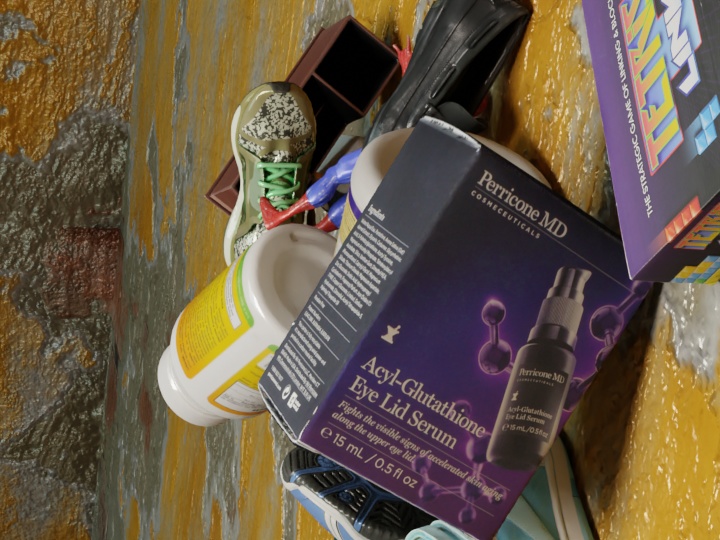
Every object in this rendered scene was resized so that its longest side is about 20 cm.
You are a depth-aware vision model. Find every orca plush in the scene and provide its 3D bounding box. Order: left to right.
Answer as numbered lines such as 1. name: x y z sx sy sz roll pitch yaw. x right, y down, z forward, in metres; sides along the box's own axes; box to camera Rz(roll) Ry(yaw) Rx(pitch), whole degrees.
1. orca plush: 0.010 -0.073 1.399 0.105 0.071 0.200 -46 23 -14

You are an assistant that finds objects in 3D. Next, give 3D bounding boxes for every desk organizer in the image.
1. desk organizer: -0.050 -0.129 1.378 0.201 0.071 0.077 -57 15 -14

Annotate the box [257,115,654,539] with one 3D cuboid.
1. box: 0.056 0.034 0.908 0.201 0.147 0.104 -59 22 4

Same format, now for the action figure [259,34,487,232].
1. action figure: 0.011 -0.105 1.211 0.199 0.065 0.100 -28 49 20

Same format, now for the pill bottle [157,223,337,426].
1. pill bottle: -0.087 0.054 1.232 0.200 0.110 0.112 -39 49 48

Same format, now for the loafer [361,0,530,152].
1. loafer: 0.058 -0.115 1.108 0.070 0.068 0.202 30 98 30

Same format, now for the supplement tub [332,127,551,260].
1. supplement tub: 0.047 0.018 1.067 0.146 0.144 0.202 -109 26 -51

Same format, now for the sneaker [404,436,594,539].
1. sneaker: 0.074 0.162 0.985 0.201 0.129 0.080 -108 24 -50

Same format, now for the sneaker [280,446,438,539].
1. sneaker: 0.025 0.192 1.054 0.076 0.199 0.077 -42 -18 -52

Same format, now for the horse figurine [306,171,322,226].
1. horse figurine: 0.000 0.000 1.259 0.199 0.050 0.134 23 104 49

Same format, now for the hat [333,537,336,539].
1. hat: -0.041 0.338 1.185 0.201 0.175 0.166 60 180 18

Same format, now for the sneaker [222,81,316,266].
1. sneaker: -0.068 -0.060 1.276 0.089 0.076 0.202 -117 28 -53

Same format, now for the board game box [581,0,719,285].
1. board game box: 0.180 -0.118 0.788 0.166 0.056 0.202 124 145 -59
